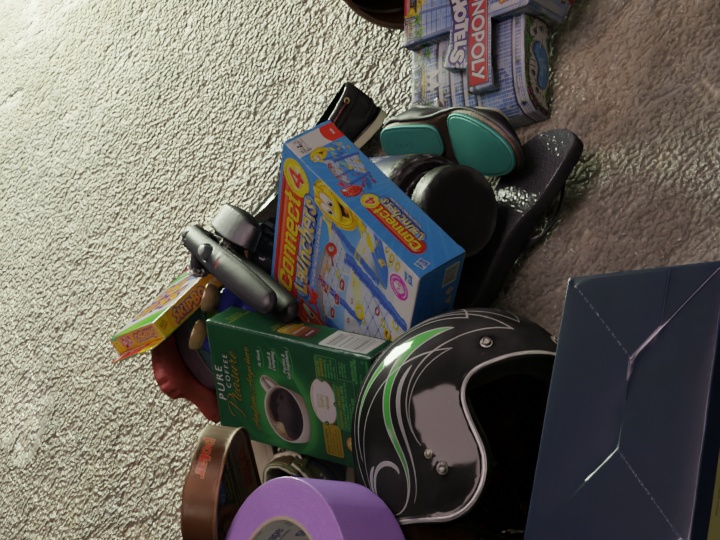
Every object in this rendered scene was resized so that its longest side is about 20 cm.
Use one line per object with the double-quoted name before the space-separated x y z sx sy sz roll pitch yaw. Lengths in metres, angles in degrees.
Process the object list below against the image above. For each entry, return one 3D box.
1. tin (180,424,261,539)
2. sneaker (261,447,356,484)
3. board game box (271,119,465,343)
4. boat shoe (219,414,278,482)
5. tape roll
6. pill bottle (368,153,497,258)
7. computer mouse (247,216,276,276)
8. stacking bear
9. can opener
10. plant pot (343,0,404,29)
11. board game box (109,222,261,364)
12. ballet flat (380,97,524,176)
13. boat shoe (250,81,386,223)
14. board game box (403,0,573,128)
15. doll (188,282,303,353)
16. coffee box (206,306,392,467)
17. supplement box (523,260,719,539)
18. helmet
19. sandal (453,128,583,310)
"tin" -0.121 0.215 1.265 0.041 0.201 0.113 10 54 12
"sneaker" -0.054 0.192 1.372 0.067 0.089 0.202 -33 46 29
"board game box" 0.000 0.000 1.319 0.055 0.202 0.196 -28 57 -29
"boat shoe" -0.103 0.204 1.441 0.071 0.060 0.202 -23 51 18
"tape roll" -0.041 0.268 1.132 0.199 0.065 0.203 -18 67 52
"pill bottle" 0.042 -0.055 1.381 0.199 0.111 0.113 3 68 60
"computer mouse" -0.056 -0.046 1.497 0.058 0.200 0.034 30 131 16
"stacking bear" -0.111 0.057 1.511 0.198 0.121 0.115 -29 52 19
"can opener" -0.119 -0.003 1.375 0.200 0.063 0.080 46 116 55
"plant pot" 0.008 -0.387 1.602 0.202 0.199 0.198 -58 32 1
"board game box" -0.182 0.025 1.500 0.095 0.030 0.200 -21 22 50
"ballet flat" 0.101 -0.135 1.386 0.199 0.073 0.074 11 74 51
"boat shoe" -0.060 -0.122 1.583 0.202 0.063 0.074 -47 17 14
"board game box" 0.135 -0.245 1.439 0.198 0.061 0.203 -13 70 43
"doll" -0.069 0.078 1.422 0.197 0.049 0.138 14 75 11
"coffee box" -0.052 0.109 1.327 0.198 0.044 0.125 9 117 35
"supplement box" 0.240 0.128 1.013 0.133 0.199 0.203 -7 61 44
"helmet" 0.088 0.130 1.188 0.198 0.199 0.194 -15 62 40
"sandal" 0.149 -0.046 1.352 0.202 0.042 0.076 -59 31 16
